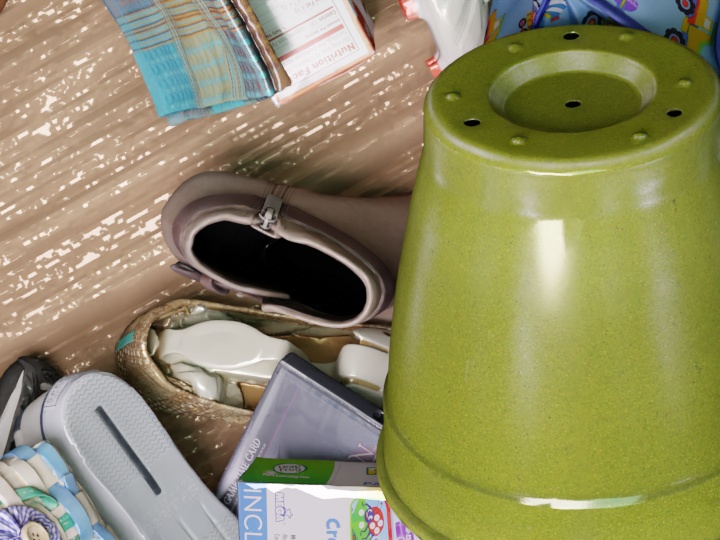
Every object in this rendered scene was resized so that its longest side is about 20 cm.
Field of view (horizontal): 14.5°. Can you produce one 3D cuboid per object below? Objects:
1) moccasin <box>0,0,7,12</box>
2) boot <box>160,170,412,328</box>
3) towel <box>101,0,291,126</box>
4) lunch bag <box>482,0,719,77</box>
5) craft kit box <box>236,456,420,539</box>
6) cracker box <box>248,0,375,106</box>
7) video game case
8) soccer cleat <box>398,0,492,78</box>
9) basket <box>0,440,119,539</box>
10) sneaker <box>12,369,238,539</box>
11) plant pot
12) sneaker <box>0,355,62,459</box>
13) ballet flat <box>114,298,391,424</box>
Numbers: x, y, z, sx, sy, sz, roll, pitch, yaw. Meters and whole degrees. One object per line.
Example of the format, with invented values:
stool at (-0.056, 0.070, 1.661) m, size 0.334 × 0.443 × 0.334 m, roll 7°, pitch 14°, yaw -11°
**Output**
moccasin at (-0.221, -0.128, 1.383) m, size 0.074 × 0.078 × 0.202 m, roll 33°, pitch 100°, yaw -5°
boot at (0.000, 0.000, 1.370) m, size 0.199 × 0.146 × 0.070 m, roll 13°, pitch 100°, yaw -2°
towel at (-0.097, -0.138, 1.322) m, size 0.022 × 0.200 × 0.147 m, roll -31°, pitch 99°, yaw -14°
lunch bag at (0.170, -0.122, 1.346) m, size 0.200 × 0.151 × 0.094 m, roll 25°, pitch 141°, yaw -12°
craft kit box at (0.043, 0.191, 1.334) m, size 0.197 × 0.049 × 0.201 m, roll 3°, pitch 103°, yaw 12°
cracker box at (-0.061, -0.184, 1.343) m, size 0.058 × 0.134 × 0.200 m, roll -27°, pitch 100°, yaw 5°
video game case at (0.018, 0.150, 1.387) m, size 0.200 × 0.019 × 0.143 m, roll 32°, pitch 118°, yaw 9°
soccer cleat at (0.044, -0.180, 1.378) m, size 0.077 × 0.069 × 0.201 m, roll -17°, pitch 97°, yaw 1°
basket at (-0.193, 0.180, 1.300) m, size 0.200 × 0.139 × 0.177 m, roll -39°, pitch 93°, yaw -30°
sneaker at (-0.099, 0.138, 1.395) m, size 0.073 × 0.071 × 0.200 m, roll -34°, pitch 98°, yaw -33°
plant pot at (0.100, 0.002, 1.257) m, size 0.200 × 0.201 × 0.193 m, roll -4°, pitch 122°, yaw 2°
sneaker at (-0.207, 0.135, 1.439) m, size 0.079 × 0.074 × 0.201 m, roll 23°, pitch 94°, yaw 24°
ballet flat at (-0.025, 0.053, 1.417) m, size 0.199 × 0.065 × 0.071 m, roll 4°, pitch 75°, yaw -2°
